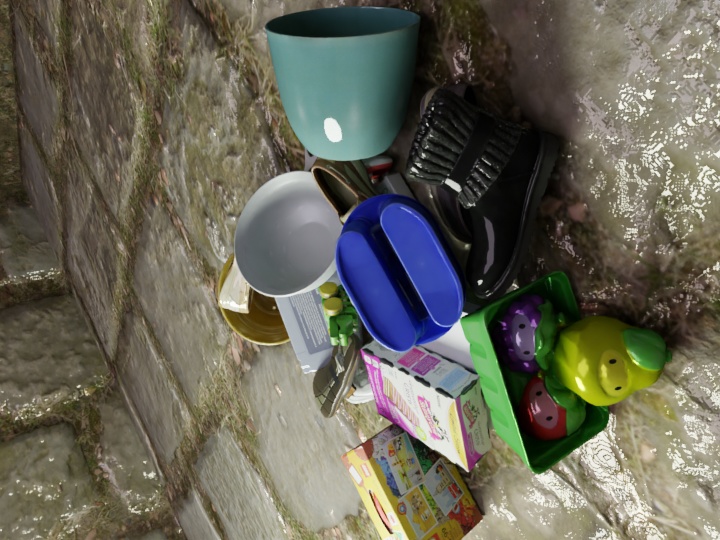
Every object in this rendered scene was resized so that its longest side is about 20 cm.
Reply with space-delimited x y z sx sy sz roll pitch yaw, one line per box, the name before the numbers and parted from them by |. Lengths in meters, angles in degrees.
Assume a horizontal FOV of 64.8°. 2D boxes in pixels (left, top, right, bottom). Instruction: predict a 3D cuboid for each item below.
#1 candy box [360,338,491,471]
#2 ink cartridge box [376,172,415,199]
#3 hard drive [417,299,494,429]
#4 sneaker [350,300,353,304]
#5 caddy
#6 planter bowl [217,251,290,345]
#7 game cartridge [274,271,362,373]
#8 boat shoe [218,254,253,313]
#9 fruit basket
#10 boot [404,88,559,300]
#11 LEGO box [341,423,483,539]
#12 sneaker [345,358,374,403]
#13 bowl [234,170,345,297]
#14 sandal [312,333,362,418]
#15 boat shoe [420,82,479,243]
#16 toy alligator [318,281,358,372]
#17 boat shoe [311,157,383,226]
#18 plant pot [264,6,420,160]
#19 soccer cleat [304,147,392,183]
candy box | 0.095 0.189 0.849 0.198 0.060 0.139 19 132 48
ink cartridge box | 0.074 -0.036 0.851 0.095 0.037 0.203 -44 70 50
hard drive | 0.134 0.124 0.821 0.130 0.026 0.204 20 133 45
sneaker | 0.000 0.000 0.864 0.119 0.073 0.201 54 180 26
caddy | 0.051 0.002 0.717 0.139 0.105 0.203 -29 94 9
planter bowl | -0.174 0.039 1.116 0.083 0.196 0.205 -121 11 -89
game cartridge | -0.072 0.066 0.985 0.130 0.041 0.204 -17 98 15
boat shoe | -0.197 -0.018 1.041 0.068 0.074 0.204 21 100 -2
fruit basket | 0.231 0.111 0.647 0.216 0.153 0.219 49 151 39
boot | 0.119 -0.082 0.650 0.080 0.154 0.216 -126 49 -71
LEGO box | 0.083 0.350 0.917 0.203 0.147 0.077 60 141 11
sneaker | -0.014 0.176 1.023 0.198 0.077 0.102 -2 101 50
bowl | -0.096 -0.048 0.906 0.196 0.090 0.206 -7 73 22
sandal | -0.031 0.177 0.955 0.082 0.053 0.202 61 139 39
boat shoe | 0.129 -0.134 0.711 0.073 0.074 0.205 -6 102 51
toy alligator | -0.027 0.076 0.879 0.202 0.053 0.060 -109 9 -51
boat shoe | -0.001 -0.083 0.811 0.201 0.074 0.075 51 136 -1
plant pot | -0.020 -0.246 0.756 0.199 0.198 0.164 30 135 39
soccer cleat | -0.028 -0.174 0.894 0.198 0.068 0.088 1 101 52
